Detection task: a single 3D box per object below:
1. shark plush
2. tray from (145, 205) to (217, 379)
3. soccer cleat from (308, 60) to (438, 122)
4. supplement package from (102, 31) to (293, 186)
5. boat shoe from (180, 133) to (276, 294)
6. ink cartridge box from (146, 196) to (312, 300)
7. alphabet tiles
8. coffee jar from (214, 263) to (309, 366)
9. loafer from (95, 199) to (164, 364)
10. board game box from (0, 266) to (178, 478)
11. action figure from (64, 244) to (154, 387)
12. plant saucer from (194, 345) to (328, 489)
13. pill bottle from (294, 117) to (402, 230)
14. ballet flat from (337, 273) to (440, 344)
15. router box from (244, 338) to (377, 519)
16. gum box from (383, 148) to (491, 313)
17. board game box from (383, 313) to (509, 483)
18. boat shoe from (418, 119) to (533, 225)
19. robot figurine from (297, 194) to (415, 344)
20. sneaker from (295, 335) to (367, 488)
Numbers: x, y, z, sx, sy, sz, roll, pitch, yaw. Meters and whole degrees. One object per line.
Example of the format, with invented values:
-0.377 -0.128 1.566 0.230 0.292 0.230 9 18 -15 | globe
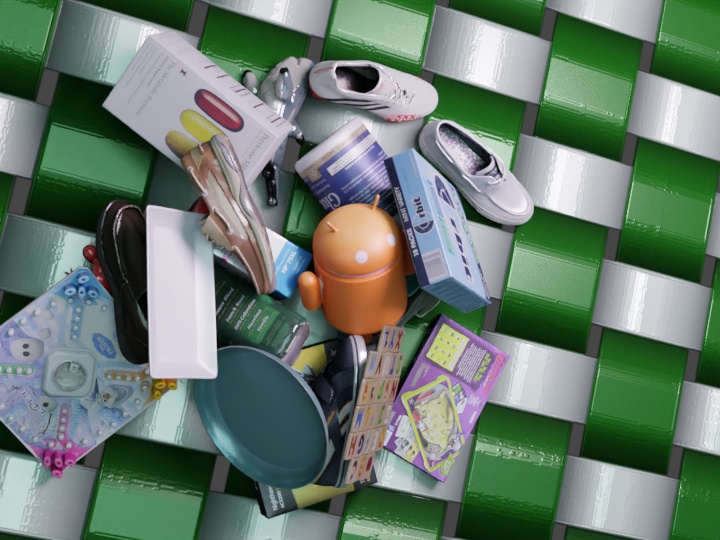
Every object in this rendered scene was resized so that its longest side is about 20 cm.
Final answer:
-0.099 -0.189 1.510 0.083 0.091 0.202 6 78 -46 | shark plush
-0.217 0.028 1.335 0.107 0.022 0.202 7 77 -50 | tray
0.027 -0.246 1.528 0.199 0.085 0.069 8 83 -27 | soccer cleat
-0.201 -0.195 1.425 0.200 0.110 0.114 37 106 -2 | supplement package
-0.158 -0.061 1.359 0.071 0.076 0.201 -21 98 -1 | boat shoe
-0.171 -0.038 1.449 0.199 0.116 0.068 31 79 -12 | ink cartridge box
0.020 0.168 1.427 0.006 0.166 0.201 14 89 16 | alphabet tiles
-0.166 0.053 1.428 0.199 0.104 0.086 30 77 8 | coffee jar
-0.261 0.010 1.360 0.073 0.071 0.201 -13 91 -56 | loafer
-0.356 0.129 1.383 0.200 0.026 0.200 -37 115 -4 | board game box
-0.306 0.046 1.440 0.065 0.099 0.201 -35 118 -18 | action figure
-0.118 0.177 1.385 0.027 0.200 0.201 -37 97 -49 | plant saucer
0.012 -0.094 1.508 0.111 0.111 0.200 -39 97 -15 | pill bottle
0.058 0.054 1.539 0.200 0.067 0.064 -40 128 -12 | ballet flat
-0.080 0.206 1.491 0.156 0.052 0.201 -16 90 -16 | router box
0.101 -0.046 1.435 0.044 0.200 0.171 -20 73 15 | gum box
0.111 0.176 1.561 0.120 0.032 0.201 31 79 -8 | board game box
0.171 -0.140 1.579 0.200 0.068 0.072 46 76 -8 | boat shoe
-0.001 0.001 1.422 0.143 0.201 0.117 2 42 9 | robot figurine
-0.041 0.178 1.420 0.079 0.078 0.201 6 100 -13 | sneaker
